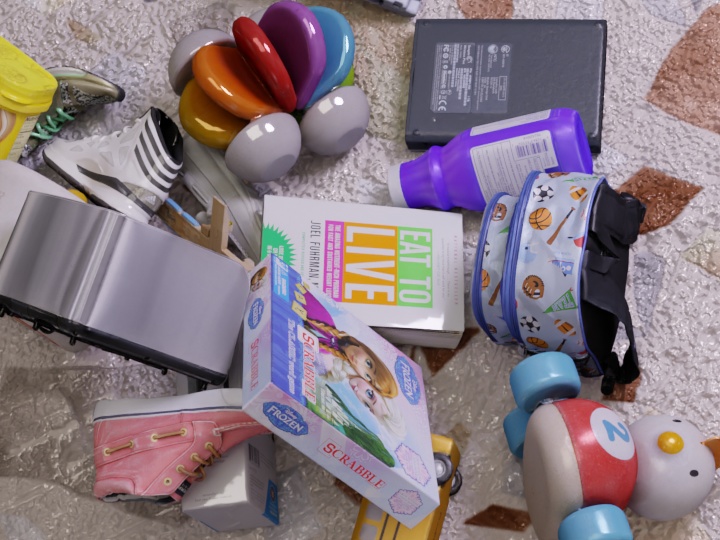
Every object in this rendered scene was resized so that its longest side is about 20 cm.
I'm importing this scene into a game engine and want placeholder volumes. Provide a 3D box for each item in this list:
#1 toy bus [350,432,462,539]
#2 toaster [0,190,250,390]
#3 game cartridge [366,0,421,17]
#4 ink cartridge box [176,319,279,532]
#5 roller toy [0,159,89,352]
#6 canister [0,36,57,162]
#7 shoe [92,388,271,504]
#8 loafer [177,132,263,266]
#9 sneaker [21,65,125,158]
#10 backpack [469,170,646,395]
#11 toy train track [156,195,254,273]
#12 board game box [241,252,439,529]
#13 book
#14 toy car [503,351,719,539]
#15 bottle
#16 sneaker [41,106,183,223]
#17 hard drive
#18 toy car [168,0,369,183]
[{"bbox_3d":[0.035,0.250,1.436,0.078,0.065,0.201,12,75,16],"label":"toy bus"},{"bbox_3d":[-0.224,0.015,1.382,0.180,0.199,0.119,12,81,51],"label":"toaster"},{"bbox_3d":[-0.011,-0.364,1.623,0.199,0.040,0.134,22,86,-9],"label":"game cartridge"},{"bbox_3d":[-0.128,0.138,1.478,0.067,0.116,0.202,-8,69,9],"label":"ink cartridge box"},{"bbox_3d":[-0.316,-0.018,1.534,0.182,0.200,0.140,31,80,8],"label":"roller toy"},{"bbox_3d":[-0.418,-0.142,1.603,0.148,0.086,0.201,36,111,15],"label":"canister"},{"bbox_3d":[-0.147,0.159,1.377,0.198,0.071,0.092,-5,72,15],"label":"shoe"},{"bbox_3d":[-0.132,-0.057,1.576,0.070,0.070,0.201,-38,66,13],"label":"loafer"},{"bbox_3d":[-0.342,-0.163,1.654,0.198,0.077,0.089,-5,80,17],"label":"sneaker"},{"bbox_3d":[0.184,-0.006,1.425,0.153,0.191,0.202,2,73,12],"label":"backpack"},{"bbox_3d":[-0.154,-0.037,1.529,0.032,0.115,0.200,-12,34,-35],"label":"toy train track"},{"bbox_3d":[-0.019,0.104,1.376,0.041,0.199,0.201,-41,27,22],"label":"board game box"},{"bbox_3d":[0.000,0.000,1.508,0.198,0.048,0.135,4,66,-7],"label":"book"},{"bbox_3d":[0.248,0.172,1.375,0.198,0.177,0.185,-12,58,-6],"label":"toy car"},{"bbox_3d":[0.126,-0.101,1.525,0.199,0.084,0.065,-12,26,19],"label":"bottle"},{"bbox_3d":[-0.242,-0.118,1.584,0.116,0.076,0.200,-53,43,-6],"label":"sneaker"},{"bbox_3d":[0.150,-0.190,1.577,0.198,0.033,0.141,2,72,12],"label":"hard drive"},{"bbox_3d":[-0.086,-0.201,1.547,0.199,0.150,0.175,-24,64,-31],"label":"toy car"}]
